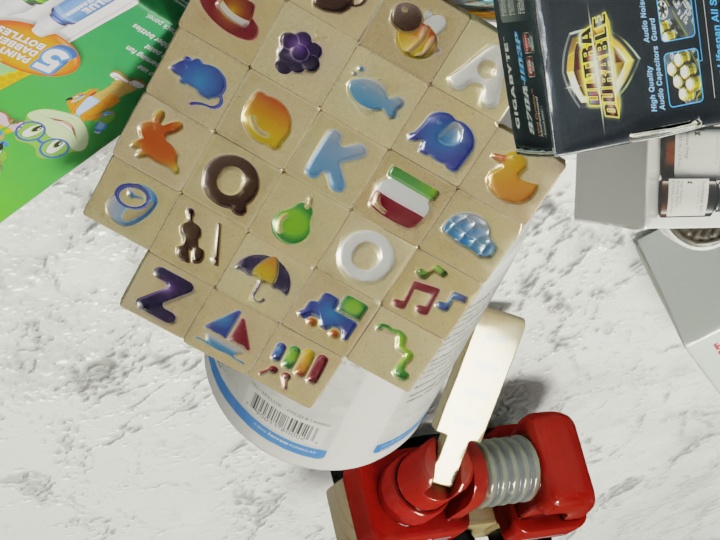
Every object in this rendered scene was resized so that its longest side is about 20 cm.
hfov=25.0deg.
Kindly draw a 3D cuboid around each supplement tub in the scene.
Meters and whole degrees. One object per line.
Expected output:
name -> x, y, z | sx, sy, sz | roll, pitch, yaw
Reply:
supplement tub -> 0.000, 0.000, 0.811 | 0.130, 0.133, 0.201 | -6, 148, -23

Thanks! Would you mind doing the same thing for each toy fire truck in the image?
toy fire truck -> 0.086, 0.120, 1.097 | 0.174, 0.130, 0.200 | -2, 157, -28

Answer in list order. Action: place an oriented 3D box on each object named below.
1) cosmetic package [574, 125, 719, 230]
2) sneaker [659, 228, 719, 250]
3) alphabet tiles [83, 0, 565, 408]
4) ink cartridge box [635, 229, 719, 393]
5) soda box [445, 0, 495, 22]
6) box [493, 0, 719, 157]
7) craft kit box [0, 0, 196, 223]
cosmetic package -> 0.134, -0.119, 0.640 | 0.082, 0.203, 0.050 | -3, -173, -31
sneaker -> 0.244, -0.086, 0.902 | 0.199, 0.073, 0.085 | -31, -176, 4
alphabet tiles -> -0.018, -0.035, 0.680 | 0.165, 0.006, 0.201 | 28, 120, -9
ink cartridge box -> 0.293, -0.004, 1.028 | 0.198, 0.084, 0.146 | -28, 150, 14
soda box -> 0.115, -0.136, 0.697 | 0.198, 0.065, 0.068 | -1, -176, -31
box -> 0.119, -0.152, 0.576 | 0.157, 0.203, 0.046 | -12, -171, -13
craft kit box -> -0.189, -0.085, 0.647 | 0.196, 0.049, 0.199 | -30, 149, 23
